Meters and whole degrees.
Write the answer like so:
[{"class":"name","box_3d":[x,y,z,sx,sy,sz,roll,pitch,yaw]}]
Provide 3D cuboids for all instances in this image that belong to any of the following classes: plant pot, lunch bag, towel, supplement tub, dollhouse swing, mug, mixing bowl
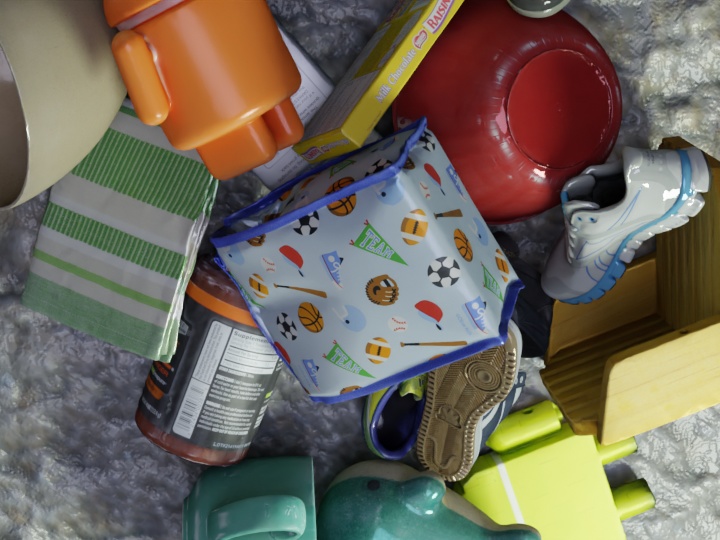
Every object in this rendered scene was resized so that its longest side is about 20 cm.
[{"class":"plant pot","box_3d":[-0.257,-0.163,1.174,0.134,0.200,0.201,-26,111,-35]},{"class":"lunch bag","box_3d":[0.000,0.000,1.175,0.200,0.124,0.170,-26,105,27]},{"class":"towel","box_3d":[-0.194,-0.040,1.248,0.152,0.023,0.200,21,101,20]},{"class":"supplement tub","box_3d":[-0.114,0.058,1.281,0.107,0.107,0.200,19,102,-11]},{"class":"dollhouse swing","box_3d":[0.224,0.009,1.254,0.181,0.200,0.176,-21,108,0]},{"class":"mug","box_3d":[-0.096,0.227,1.302,0.114,0.152,0.185,-2,125,-3]},{"class":"mixing bowl","box_3d":[0.137,-0.131,1.224,0.200,0.108,0.201,-3,99,-21]}]

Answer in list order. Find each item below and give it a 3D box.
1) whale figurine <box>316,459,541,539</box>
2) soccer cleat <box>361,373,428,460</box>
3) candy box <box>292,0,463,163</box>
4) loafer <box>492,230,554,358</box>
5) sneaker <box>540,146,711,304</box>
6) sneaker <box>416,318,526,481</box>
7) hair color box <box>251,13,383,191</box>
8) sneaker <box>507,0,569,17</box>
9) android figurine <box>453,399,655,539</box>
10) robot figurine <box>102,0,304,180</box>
[{"class":"whale figurine","box_3d":[0.055,0.246,1.320,0.200,0.104,0.159,14,133,12]},{"class":"soccer cleat","box_3d":[0.049,0.072,1.314,0.065,0.084,0.201,13,103,-9]},{"class":"candy box","box_3d":[0.026,-0.173,1.192,0.026,0.102,0.200,39,73,-15]},{"class":"loafer","box_3d":[0.104,-0.004,1.281,0.200,0.073,0.072,48,54,-43]},{"class":"sneaker","box_3d":[0.188,-0.043,1.207,0.087,0.075,0.200,11,143,-23]},{"class":"sneaker","box_3d":[0.106,0.083,1.289,0.070,0.109,0.200,28,136,13]},{"class":"hair color box","box_3d":[-0.045,-0.109,1.264,0.099,0.061,0.200,-41,106,5]},{"class":"sneaker","box_3d":[0.147,-0.305,1.169,0.075,0.106,0.200,11,77,16]},{"class":"android figurine","box_3d":[0.168,0.214,1.392,0.200,0.041,0.182,-22,108,0]},{"class":"robot figurine","box_3d":[-0.121,-0.171,1.138,0.144,0.117,0.200,-29,100,-12]}]
